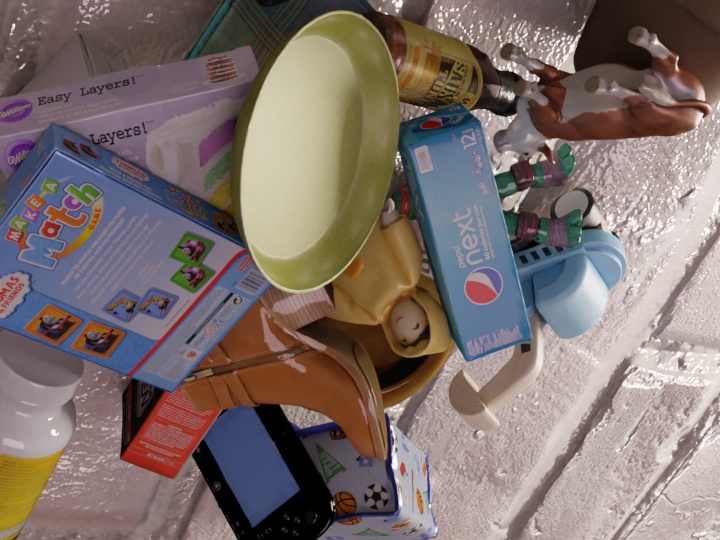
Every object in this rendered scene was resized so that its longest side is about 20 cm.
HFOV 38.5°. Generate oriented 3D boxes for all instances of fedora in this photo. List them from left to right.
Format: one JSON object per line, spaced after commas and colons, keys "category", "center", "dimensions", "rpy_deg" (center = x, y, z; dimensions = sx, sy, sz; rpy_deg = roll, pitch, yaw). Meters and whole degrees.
{"category": "fedora", "center": [-0.003, 0.054, 1.018], "dimensions": [0.198, 0.082, 0.202], "rpy_deg": [-7, 130, -9]}

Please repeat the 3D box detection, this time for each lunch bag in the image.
{"category": "lunch bag", "center": [-0.036, 0.230, 1.087], "dimensions": [0.197, 0.125, 0.170], "rpy_deg": [-14, 152, 14]}

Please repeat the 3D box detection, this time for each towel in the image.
{"category": "towel", "center": [-0.067, -0.156, 0.812], "dimensions": [0.146, 0.022, 0.201], "rpy_deg": [40, 78, -41]}

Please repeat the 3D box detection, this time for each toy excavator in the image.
{"category": "toy excavator", "center": [0.175, 0.043, 1.022], "dimensions": [0.193, 0.202, 0.100], "rpy_deg": [-20, 137, 24]}

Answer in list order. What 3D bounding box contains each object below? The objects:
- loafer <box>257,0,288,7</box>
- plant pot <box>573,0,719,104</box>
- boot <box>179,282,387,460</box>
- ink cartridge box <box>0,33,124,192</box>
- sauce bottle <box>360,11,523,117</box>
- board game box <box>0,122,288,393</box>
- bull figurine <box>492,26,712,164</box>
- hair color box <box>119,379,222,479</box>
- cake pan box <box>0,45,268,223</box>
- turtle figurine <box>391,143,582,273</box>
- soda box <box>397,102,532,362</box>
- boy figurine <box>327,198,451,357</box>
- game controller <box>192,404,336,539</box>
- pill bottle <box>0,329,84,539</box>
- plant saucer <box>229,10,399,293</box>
{"category": "loafer", "center": [-0.012, -0.274, 0.758], "dimensions": [0.200, 0.068, 0.071], "rpy_deg": [-44, 113, -7]}
{"category": "plant pot", "center": [0.279, -0.217, 0.888], "dimensions": [0.198, 0.202, 0.175], "rpy_deg": [6, 141, -28]}
{"category": "boot", "center": [-0.071, 0.094, 0.873], "dimensions": [0.153, 0.074, 0.202], "rpy_deg": [-23, 105, 8]}
{"category": "ink cartridge box", "center": [-0.198, -0.067, 0.831], "dimensions": [0.146, 0.083, 0.200], "rpy_deg": [-41, 132, 9]}
{"category": "sauce bottle", "center": [0.070, -0.167, 0.873], "dimensions": [0.198, 0.066, 0.066], "rpy_deg": [3, 126, -44]}
{"category": "board game box", "center": [-0.174, 0.001, 0.743], "dimensions": [0.199, 0.037, 0.151], "rpy_deg": [28, 116, -38]}
{"category": "bull figurine", "center": [0.184, -0.141, 0.852], "dimensions": [0.121, 0.198, 0.066], "rpy_deg": [26, 68, -46]}
{"category": "hair color box", "center": [-0.151, 0.083, 0.955], "dimensions": [0.061, 0.102, 0.201], "rpy_deg": [26, 111, -25]}
{"category": "cake pan box", "center": [-0.156, -0.057, 0.758], "dimensions": [0.197, 0.053, 0.186], "rpy_deg": [-13, 132, -9]}
{"category": "turtle figurine", "center": [0.103, -0.067, 0.966], "dimensions": [0.197, 0.101, 0.152], "rpy_deg": [-2, 92, -10]}
{"category": "soda box", "center": [0.086, -0.030, 0.867], "dimensions": [0.063, 0.068, 0.202], "rpy_deg": [-18, 113, -4]}
{"category": "boy figurine", "center": [0.000, 0.000, 0.899], "dimensions": [0.124, 0.201, 0.064], "rpy_deg": [-40, 176, 20]}
{"category": "game controller", "center": [-0.105, 0.186, 1.005], "dimensions": [0.104, 0.201, 0.042], "rpy_deg": [-35, 158, 3]}
{"category": "pill bottle", "center": [-0.323, 0.151, 0.924], "dimensions": [0.111, 0.112, 0.201], "rpy_deg": [17, 117, -34]}
{"category": "plant saucer", "center": [-0.034, -0.085, 0.741], "dimensions": [0.200, 0.031, 0.202], "rpy_deg": [-35, 133, -48]}
